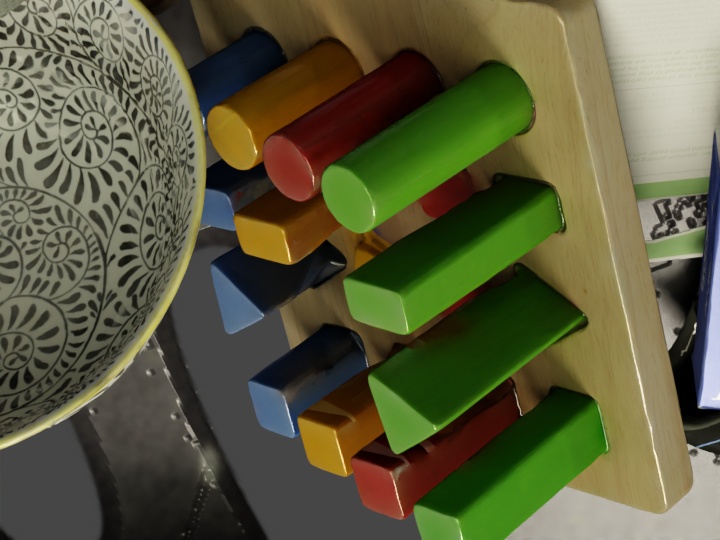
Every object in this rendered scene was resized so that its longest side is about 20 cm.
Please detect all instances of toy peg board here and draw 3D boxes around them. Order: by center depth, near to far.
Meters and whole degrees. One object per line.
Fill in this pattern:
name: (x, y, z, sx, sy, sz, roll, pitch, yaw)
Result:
toy peg board: (0.000, 0.000, 0.838, 0.198, 0.098, 0.201, 13, 127, 45)

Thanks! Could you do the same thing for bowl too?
bowl: (-0.143, -0.011, 0.853, 0.199, 0.202, 0.094, -3, 158, 10)

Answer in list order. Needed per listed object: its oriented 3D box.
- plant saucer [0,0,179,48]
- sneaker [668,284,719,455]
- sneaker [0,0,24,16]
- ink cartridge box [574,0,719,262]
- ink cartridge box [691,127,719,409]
plant saucer: (-0.128, -0.182, 0.852, 0.198, 0.037, 0.202, 3, 118, 6)
sneaker: (0.178, -0.001, 0.867, 0.077, 0.070, 0.201, 8, 129, -29)
sneaker: (-0.129, -0.192, 0.789, 0.080, 0.070, 0.202, 29, 112, 20)
ink cartridge box: (0.123, -0.082, 0.832, 0.144, 0.048, 0.201, -6, 144, -19)
ink cartridge box: (0.221, 0.005, 0.810, 0.198, 0.044, 0.095, 3, 118, 4)
